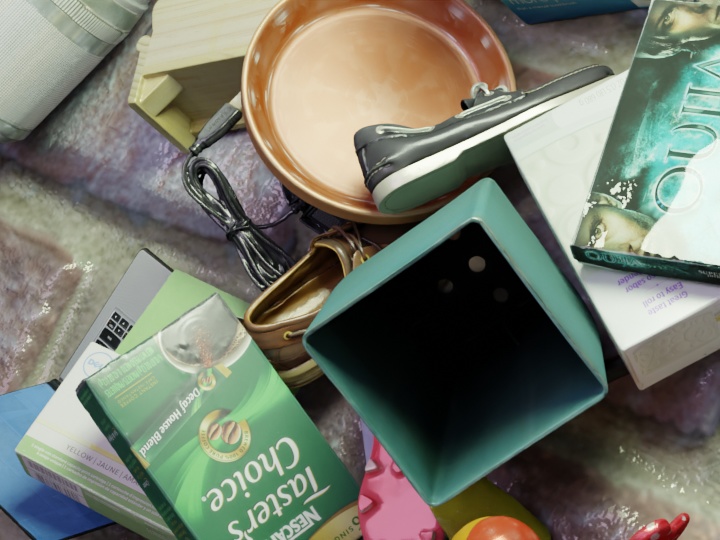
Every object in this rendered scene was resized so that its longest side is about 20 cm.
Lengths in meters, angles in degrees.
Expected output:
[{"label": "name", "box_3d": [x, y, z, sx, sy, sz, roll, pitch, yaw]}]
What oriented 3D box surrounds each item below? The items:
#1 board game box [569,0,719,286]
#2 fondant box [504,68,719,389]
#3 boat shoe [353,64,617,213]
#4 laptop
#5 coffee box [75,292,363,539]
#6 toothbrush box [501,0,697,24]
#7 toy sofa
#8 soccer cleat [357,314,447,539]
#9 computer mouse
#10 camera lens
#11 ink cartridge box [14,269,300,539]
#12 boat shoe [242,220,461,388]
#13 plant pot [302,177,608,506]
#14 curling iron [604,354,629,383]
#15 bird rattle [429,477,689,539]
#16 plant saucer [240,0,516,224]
[{"label": "board game box", "box_3d": [0.227, -0.084, 1.533, 0.134, 0.028, 0.201, 8, 61, 24]}, {"label": "fondant box", "box_3d": [0.201, -0.040, 1.568, 0.144, 0.058, 0.201, -28, 54, 3]}, {"label": "boat shoe", "box_3d": [0.088, -0.108, 1.649, 0.199, 0.073, 0.063, -25, 70, -12]}, {"label": "laptop", "box_3d": [-0.197, 0.090, 1.771, 0.187, 0.116, 0.201, 36, 94, 40]}, {"label": "coffee box", "box_3d": [-0.089, 0.128, 1.626, 0.123, 0.044, 0.201, -33, 84, -24]}, {"label": "toothbrush box", "box_3d": [0.135, -0.259, 1.652, 0.146, 0.200, 0.086, -4, 65, 33]}, {"label": "toy sofa", "box_3d": [-0.075, -0.163, 1.832, 0.199, 0.083, 0.098, -8, 59, 33]}, {"label": "soccer cleat", "box_3d": [0.029, 0.123, 1.629, 0.066, 0.076, 0.201, -16, 66, 14]}, {"label": "computer mouse", "box_3d": [-0.034, -0.088, 1.751, 0.200, 0.046, 0.140, -43, 83, -3]}, {"label": "camera lens", "box_3d": [-0.282, -0.218, 1.956, 0.200, 0.160, 0.160, -44, 50, 10]}, {"label": "ink cartridge box", "box_3d": [-0.133, 0.091, 1.705, 0.145, 0.048, 0.201, 24, 65, 20]}, {"label": "boat shoe", "box_3d": [-0.001, 0.000, 1.687, 0.200, 0.068, 0.072, -39, 50, -9]}, {"label": "plant pot", "box_3d": [0.070, 0.026, 1.559, 0.141, 0.142, 0.200, -35, 12, 18]}, {"label": "curling iron", "box_3d": [0.141, 0.069, 1.600, 0.199, 0.026, 0.050, -31, 55, 18]}, {"label": "bird rattle", "box_3d": [0.106, 0.194, 1.486, 0.199, 0.162, 0.113, 8, 91, 47]}, {"label": "plant saucer", "box_3d": [0.013, -0.123, 1.702, 0.199, 0.032, 0.202, 3, 66, -6]}]
